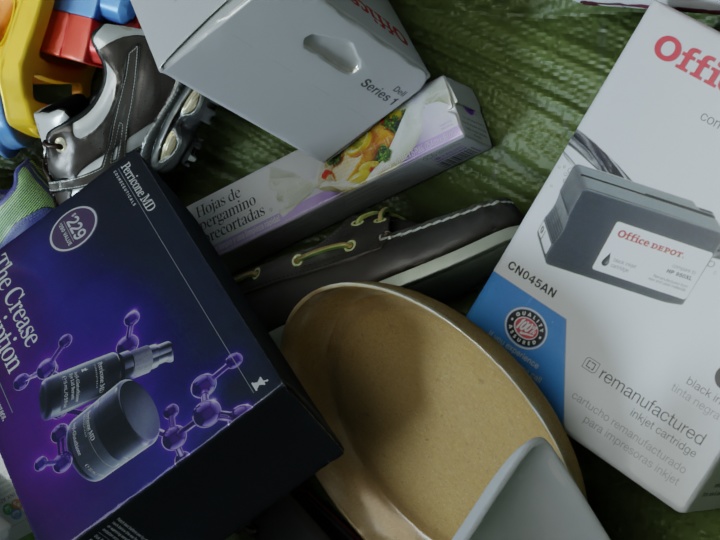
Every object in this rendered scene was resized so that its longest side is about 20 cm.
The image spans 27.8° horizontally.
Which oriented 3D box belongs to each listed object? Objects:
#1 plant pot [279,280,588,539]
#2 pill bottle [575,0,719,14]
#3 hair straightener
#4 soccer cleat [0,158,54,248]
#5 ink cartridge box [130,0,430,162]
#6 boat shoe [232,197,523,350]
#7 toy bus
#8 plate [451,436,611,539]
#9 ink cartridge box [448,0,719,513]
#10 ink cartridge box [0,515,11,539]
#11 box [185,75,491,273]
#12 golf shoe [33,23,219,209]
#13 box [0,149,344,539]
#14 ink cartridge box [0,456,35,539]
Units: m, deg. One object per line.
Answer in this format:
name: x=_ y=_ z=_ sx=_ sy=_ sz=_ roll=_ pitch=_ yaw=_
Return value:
plant pot: x=0.039 y=0.088 z=0.737 sx=0.200 sy=0.027 sz=0.200 roll=29 pitch=138 yaw=31
pill bottle: x=0.155 y=-0.184 z=0.709 sx=0.200 sy=0.114 sz=0.114 roll=11 pitch=90 yaw=29
hair straightener: x=-0.064 y=0.121 z=0.815 sx=0.200 sy=0.077 sz=0.041 roll=46 pitch=107 yaw=25
soccer cleat: x=-0.274 y=-0.021 z=0.938 sx=0.200 sy=0.065 sz=0.084 roll=-15 pitch=113 yaw=21
ink cartridge box: x=-0.064 y=-0.173 z=0.786 sx=0.084 sy=0.146 sz=0.200 roll=-38 pitch=55 yaw=20
boat shoe: x=0.000 y=0.000 z=0.796 sx=0.201 sy=0.072 sz=0.061 roll=-25 pitch=72 yaw=25
toy bus: x=-0.216 y=-0.140 z=0.910 sx=0.192 sy=0.136 sz=0.200 roll=19 pitch=96 yaw=13
plate: x=0.059 y=0.205 z=0.643 sx=0.032 sy=0.200 sz=0.200 roll=9 pitch=52 yaw=48
ink cartridge box: x=0.159 y=-0.007 z=0.703 sx=0.144 sy=0.084 sz=0.200 roll=34 pitch=100 yaw=27
ink cartridge box: x=-0.324 y=0.163 z=0.804 sx=0.200 sy=0.147 sz=0.145 roll=34 pitch=122 yaw=23
box: x=-0.022 y=-0.049 z=0.832 sx=0.200 sy=0.041 sz=0.039 roll=-25 pitch=72 yaw=25
golf shoe: x=-0.162 y=-0.053 z=0.868 sx=0.200 sy=0.094 sz=0.078 roll=-62 pitch=18 yaw=5
box: x=-0.120 y=0.052 z=0.755 sx=0.141 sy=0.079 sz=0.200 roll=-35 pitch=49 yaw=-2
ink cartridge box: x=-0.203 y=0.135 z=0.870 sx=0.104 sy=0.059 sz=0.200 roll=-29 pitch=86 yaw=-1
